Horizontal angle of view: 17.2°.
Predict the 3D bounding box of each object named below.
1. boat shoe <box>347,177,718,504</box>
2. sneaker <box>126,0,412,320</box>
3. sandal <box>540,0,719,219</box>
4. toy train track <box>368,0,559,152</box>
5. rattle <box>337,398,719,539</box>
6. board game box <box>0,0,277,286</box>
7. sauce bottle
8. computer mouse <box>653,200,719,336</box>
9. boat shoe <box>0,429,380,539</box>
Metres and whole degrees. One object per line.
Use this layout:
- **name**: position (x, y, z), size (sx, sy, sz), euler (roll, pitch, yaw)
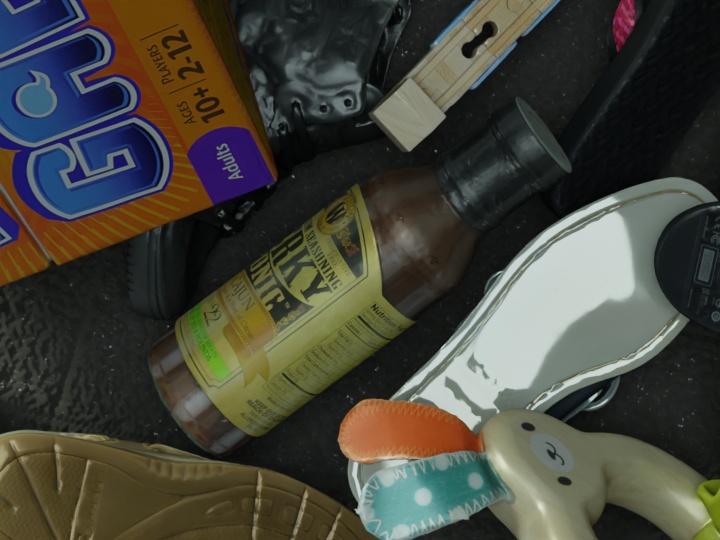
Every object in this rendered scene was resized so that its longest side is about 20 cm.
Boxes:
- **boat shoe**: position (0.077, 0.036, 1.031), size (0.075, 0.062, 0.200), euler (43, 94, 1)
- **sneaker**: position (-0.032, -0.069, 1.038), size (0.103, 0.060, 0.202), euler (12, 85, 8)
- **sandal**: position (0.136, -0.109, 1.020), size (0.201, 0.075, 0.045), euler (-54, 44, 16)
- **toy train track**: position (0.083, -0.129, 1.021), size (0.200, 0.033, 0.115), euler (-45, 100, -9)
- **rattle**: position (0.109, 0.074, 0.939), size (0.199, 0.131, 0.143), euler (35, 137, -6)
- **board game box**: position (-0.171, -0.131, 0.942), size (0.198, 0.200, 0.201), euler (-21, 54, 4)
- **sauce bottle**: position (0.000, 0.000, 1.021), size (0.200, 0.065, 0.065), euler (-38, 87, 12)
- **computer mouse**: position (0.206, 0.017, 0.945), size (0.199, 0.034, 0.059), euler (21, 105, 31)
- **boat shoe**: position (-0.080, 0.109, 1.037), size (0.199, 0.069, 0.074), euler (21, 89, -19)
